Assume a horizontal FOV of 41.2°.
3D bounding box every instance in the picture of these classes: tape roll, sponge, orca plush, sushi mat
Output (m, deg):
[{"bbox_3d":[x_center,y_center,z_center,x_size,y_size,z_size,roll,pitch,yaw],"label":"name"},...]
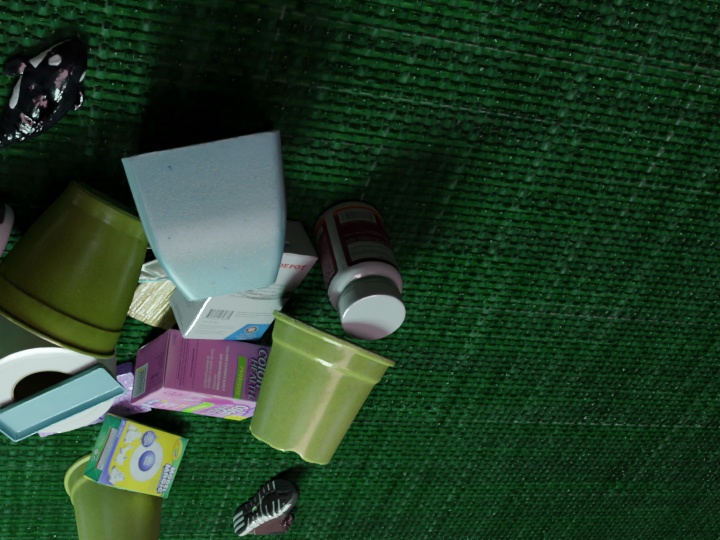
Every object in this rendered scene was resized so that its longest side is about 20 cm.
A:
[{"bbox_3d":[-0.480,0.136,1.483,0.202,0.139,0.203,-8,134,-8],"label":"tape roll"},{"bbox_3d":[-0.472,0.222,1.647,0.199,0.030,0.112,-13,136,-3],"label":"sponge"},{"bbox_3d":[-0.420,-0.205,1.212,0.200,0.071,0.105,-28,135,12],"label":"orca plush"},{"bbox_3d":[-0.287,0.018,1.511,0.096,0.012,0.200,28,120,-35],"label":"sushi mat"}]

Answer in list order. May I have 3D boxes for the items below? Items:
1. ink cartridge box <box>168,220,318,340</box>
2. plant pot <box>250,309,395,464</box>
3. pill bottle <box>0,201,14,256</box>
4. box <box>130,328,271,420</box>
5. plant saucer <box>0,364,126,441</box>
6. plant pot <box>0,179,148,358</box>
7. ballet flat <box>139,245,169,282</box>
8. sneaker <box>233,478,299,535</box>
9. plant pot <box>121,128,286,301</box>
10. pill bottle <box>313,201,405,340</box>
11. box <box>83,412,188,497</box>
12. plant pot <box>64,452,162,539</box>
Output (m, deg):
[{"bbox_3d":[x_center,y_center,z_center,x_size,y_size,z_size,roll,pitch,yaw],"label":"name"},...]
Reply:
[{"bbox_3d":[-0.180,0.012,1.466,0.144,0.084,0.200,6,133,-42],"label":"ink cartridge box"},{"bbox_3d":[-0.074,0.183,1.451,0.200,0.200,0.185,24,87,-34],"label":"plant pot"},{"bbox_3d":[-0.576,-0.075,1.266,0.200,0.115,0.114,29,121,-35],"label":"pill bottle"},{"bbox_3d":[-0.250,0.175,1.565,0.199,0.097,0.176,12,159,-27],"label":"box"},{"bbox_3d":[-0.455,0.198,1.439,0.199,0.019,0.070,-24,135,8],"label":"plant saucer"},{"bbox_3d":[-0.384,-0.013,1.317,0.200,0.200,0.193,28,92,-36],"label":"plant pot"},{"bbox_3d":[-0.363,-0.006,1.442,0.199,0.067,0.064,-10,107,-2],"label":"ballet flat"},{"bbox_3d":[-0.165,0.492,1.981,0.115,0.076,0.200,22,135,-38],"label":"sneaker"},{"bbox_3d":[-0.188,-0.071,1.267,0.196,0.196,0.201,-11,99,-5],"label":"plant pot"},{"bbox_3d":[0.000,0.000,1.442,0.114,0.200,0.114,-8,135,-8],"label":"pill bottle"},{"bbox_3d":[-0.387,0.334,1.704,0.048,0.118,0.200,12,168,34],"label":"box"},{"bbox_3d":[-0.448,0.461,1.779,0.200,0.185,0.201,-8,135,-8],"label":"plant pot"}]
